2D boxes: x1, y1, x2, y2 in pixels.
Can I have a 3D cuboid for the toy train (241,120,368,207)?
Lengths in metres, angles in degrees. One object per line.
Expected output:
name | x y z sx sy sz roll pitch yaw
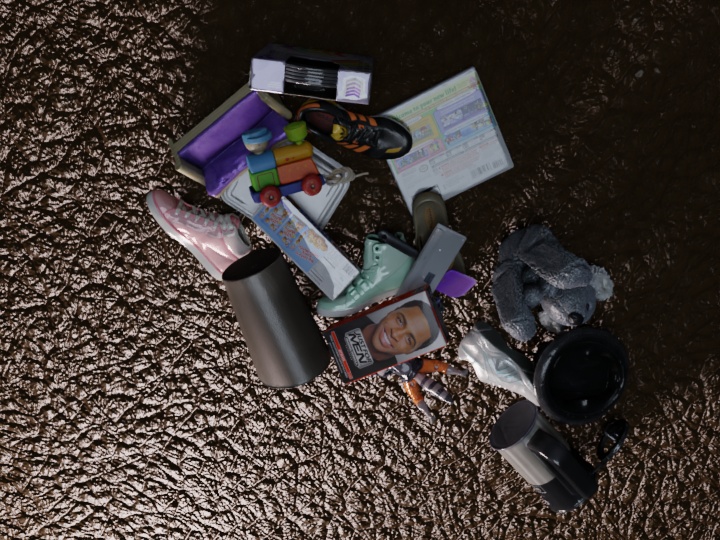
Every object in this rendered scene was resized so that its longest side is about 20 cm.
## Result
toy train | -0.090 -0.186 1.239 0.195 0.085 0.118 -16 116 -11

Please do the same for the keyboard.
keyboard | 0.112 0.009 1.324 0.055 0.011 0.202 21 124 -11

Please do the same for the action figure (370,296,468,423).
action figure | 0.104 0.151 1.396 0.192 0.105 0.202 36 102 -1

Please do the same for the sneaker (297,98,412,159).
sneaker | -0.013 -0.224 1.262 0.196 0.090 0.071 21 115 5

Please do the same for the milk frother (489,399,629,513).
milk frother | 0.382 0.317 1.456 0.188 0.179 0.201 45 61 -15

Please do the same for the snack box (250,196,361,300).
snack box | -0.093 -0.045 1.315 0.200 0.024 0.072 45 105 -5

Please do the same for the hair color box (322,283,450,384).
hair color box | 0.045 0.110 1.329 0.196 0.061 0.103 -24 94 15

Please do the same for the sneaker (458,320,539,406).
sneaker | 0.266 0.184 1.434 0.200 0.071 0.080 42 118 -1

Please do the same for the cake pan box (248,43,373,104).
cake pan box | -0.070 -0.305 1.192 0.179 0.201 0.054 6 113 1

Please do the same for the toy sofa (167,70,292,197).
toy sofa | -0.209 -0.218 1.260 0.198 0.083 0.099 -35 64 15

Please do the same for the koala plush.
koala plush | 0.342 0.030 1.347 0.198 0.186 0.178 27 118 -31

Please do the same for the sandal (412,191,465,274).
sandal | 0.136 -0.039 1.352 0.078 0.054 0.203 -15 120 5

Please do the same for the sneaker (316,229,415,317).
sneaker | 0.000 0.000 1.362 0.196 0.074 0.120 -22 115 -3

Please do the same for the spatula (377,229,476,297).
spatula | 0.109 -0.013 1.327 0.198 0.021 0.057 34 124 -14

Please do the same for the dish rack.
dish rack | -0.134 -0.143 1.332 0.198 0.044 0.173 32 107 -9

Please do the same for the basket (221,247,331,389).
basket | -0.150 0.077 1.332 0.134 0.179 0.204 -30 115 -20

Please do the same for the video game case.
video game case | 0.139 -0.218 1.316 0.196 0.022 0.185 -24 108 9

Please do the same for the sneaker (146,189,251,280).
sneaker | -0.269 -0.084 1.335 0.104 0.076 0.201 -36 113 16

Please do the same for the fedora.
fedora | 0.386 0.180 1.405 0.196 0.092 0.206 -5 106 -16
